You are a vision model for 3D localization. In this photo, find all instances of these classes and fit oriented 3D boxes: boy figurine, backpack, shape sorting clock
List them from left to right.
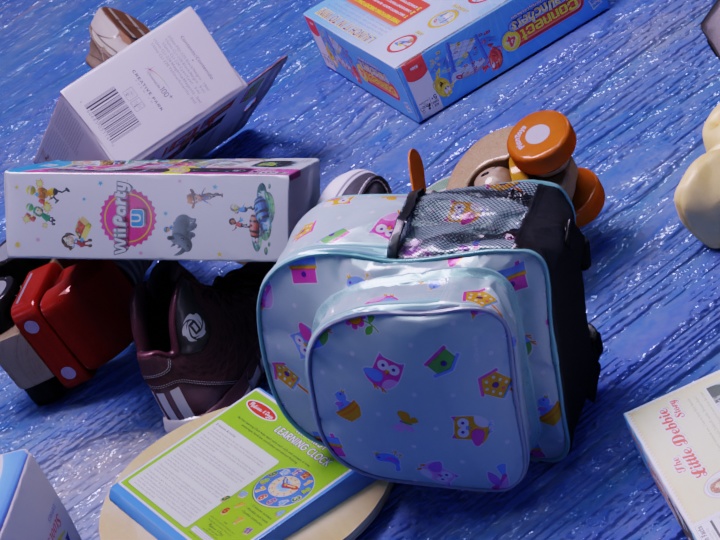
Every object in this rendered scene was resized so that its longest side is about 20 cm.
[{"bbox_3d":[-0.073,0.146,1.536,0.199,0.039,0.200,-15,32,10],"label":"shape sorting clock"},{"bbox_3d":[0.034,0.042,1.466,0.199,0.176,0.153,5,37,23],"label":"backpack"},{"bbox_3d":[0.291,-0.091,1.620,0.124,0.065,0.200,15,49,44],"label":"boy figurine"}]

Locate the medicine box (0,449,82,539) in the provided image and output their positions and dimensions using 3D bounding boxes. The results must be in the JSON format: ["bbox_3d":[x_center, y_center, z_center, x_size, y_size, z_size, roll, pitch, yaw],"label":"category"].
[{"bbox_3d":[-0.297,0.227,1.513,0.199,0.103,0.182,-16,30,17],"label":"medicine box"}]

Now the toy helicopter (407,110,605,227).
[{"bbox_3d":[0.074,-0.020,1.619,0.132,0.079,0.200,6,56,33],"label":"toy helicopter"}]

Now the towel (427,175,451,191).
[{"bbox_3d":[0.054,0.003,1.696,0.149,0.031,0.200,-27,31,1],"label":"towel"}]

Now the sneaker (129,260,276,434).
[{"bbox_3d":[-0.099,0.018,1.679,0.075,0.116,0.200,-8,37,33],"label":"sneaker"}]

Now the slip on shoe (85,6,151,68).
[{"bbox_3d":[-0.210,-0.182,2.180,0.061,0.076,0.200,-62,35,14],"label":"slip on shoe"}]

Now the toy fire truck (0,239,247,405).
[{"bbox_3d":[-0.171,0.005,1.792,0.200,0.129,0.176,-23,27,25],"label":"toy fire truck"}]

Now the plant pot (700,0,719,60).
[{"bbox_3d":[0.334,-0.127,1.478,0.177,0.200,0.200,-33,56,13],"label":"plant pot"}]

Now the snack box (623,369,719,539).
[{"bbox_3d":[0.234,0.118,1.342,0.116,0.037,0.200,-24,28,1],"label":"snack box"}]

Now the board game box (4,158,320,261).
[{"bbox_3d":[-0.136,-0.045,1.670,0.199,0.065,0.148,0,6,7],"label":"board game box"}]

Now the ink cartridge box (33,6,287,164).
[{"bbox_3d":[-0.166,-0.131,1.935,0.175,0.084,0.200,-36,-3,-20],"label":"ink cartridge box"}]

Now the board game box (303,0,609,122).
[{"bbox_3d":[0.079,-0.223,2.017,0.196,0.056,0.200,-32,29,-11],"label":"board game box"}]

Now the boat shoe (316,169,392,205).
[{"bbox_3d":[0.000,0.000,1.637,0.066,0.070,0.200,-18,33,33],"label":"boat shoe"}]
